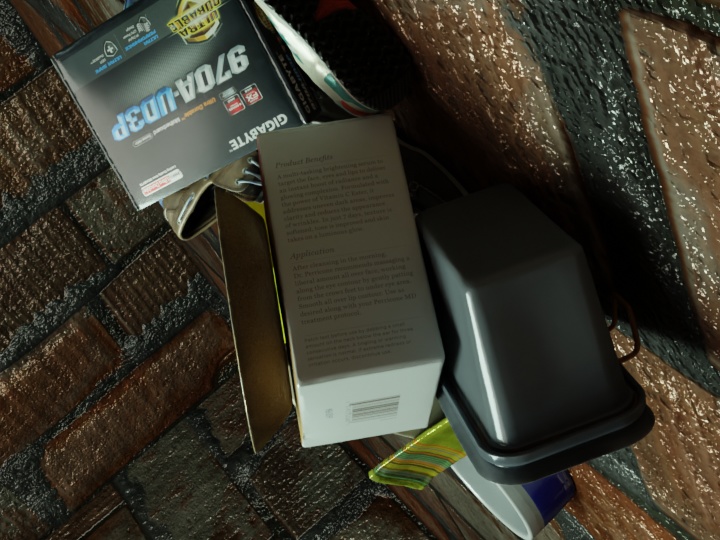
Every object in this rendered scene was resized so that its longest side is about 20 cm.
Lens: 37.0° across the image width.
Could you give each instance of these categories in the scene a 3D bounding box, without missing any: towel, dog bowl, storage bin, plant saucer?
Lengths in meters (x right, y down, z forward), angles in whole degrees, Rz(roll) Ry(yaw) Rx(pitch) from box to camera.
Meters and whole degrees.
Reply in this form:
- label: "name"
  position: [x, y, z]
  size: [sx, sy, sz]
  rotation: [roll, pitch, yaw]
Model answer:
- label: "towel"
  position: [0.101, 0.165, 1.074]
  size: [0.085, 0.200, 0.018]
  rotation: [15, -135, -44]
- label: "dog bowl"
  position: [0.167, 0.228, 1.321]
  size: [0.200, 0.079, 0.200]
  rotation: [47, 168, 13]
- label: "storage bin"
  position: [0.113, 0.027, 0.747]
  size: [0.200, 0.144, 0.136]
  rotation: [-116, 8, -67]
- label: "plant saucer"
  position: [-0.079, 0.035, 0.816]
  size: [0.200, 0.035, 0.203]
  rotation: [171, 90, -84]

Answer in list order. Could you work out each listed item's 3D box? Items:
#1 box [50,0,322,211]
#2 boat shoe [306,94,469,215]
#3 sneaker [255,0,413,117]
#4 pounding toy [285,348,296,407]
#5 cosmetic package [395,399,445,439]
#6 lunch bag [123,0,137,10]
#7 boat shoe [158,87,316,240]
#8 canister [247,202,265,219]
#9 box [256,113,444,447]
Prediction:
- label: "box"
  position: [-0.155, -0.165, 0.948]
  size: [0.160, 0.198, 0.046]
  rotation: [62, -154, -12]
- label: "boat shoe"
  position: [0.021, -0.087, 0.935]
  size: [0.200, 0.057, 0.067]
  rotation: [44, 167, 31]
- label: "sneaker"
  position: [-0.046, -0.196, 0.813]
  size: [0.200, 0.070, 0.093]
  rotation: [50, 163, -9]
- label: "pounding toy"
  position: [0.007, 0.121, 1.414]
  size: [0.143, 0.199, 0.184]
  rotation: [51, -177, -7]
- label: "cosmetic package"
  position: [0.066, 0.113, 1.094]
  size: [0.199, 0.104, 0.073]
  rotation: [22, -167, -47]
- label: "lunch bag"
  position: [-0.189, -0.194, 1.100]
  size: [0.161, 0.081, 0.203]
  rotation: [62, -154, -58]
- label: "boat shoe"
  position: [-0.110, -0.098, 1.022]
  size: [0.072, 0.199, 0.073]
  rotation: [15, -133, -49]
- label: "canister"
  position: [-0.098, -0.045, 1.160]
  size: [0.149, 0.085, 0.202]
  rotation: [70, -173, -57]
- label: "box"
  position: [-0.011, 0.011, 0.822]
  size: [0.153, 0.105, 0.202]
  rotation: [91, 168, -64]
